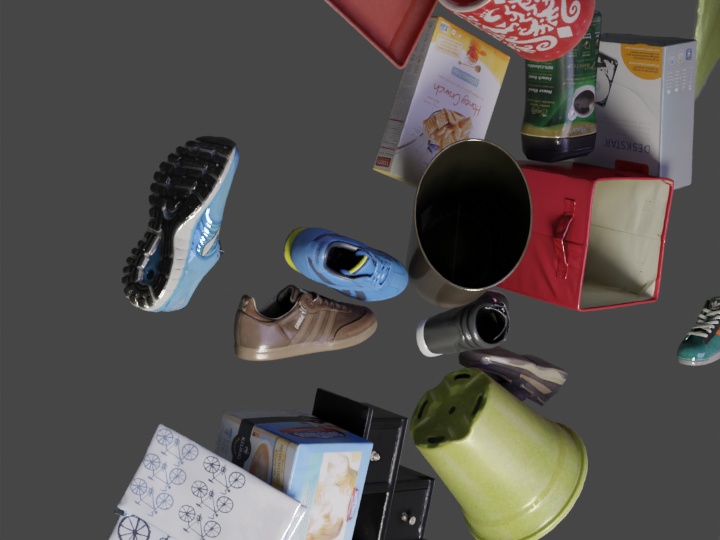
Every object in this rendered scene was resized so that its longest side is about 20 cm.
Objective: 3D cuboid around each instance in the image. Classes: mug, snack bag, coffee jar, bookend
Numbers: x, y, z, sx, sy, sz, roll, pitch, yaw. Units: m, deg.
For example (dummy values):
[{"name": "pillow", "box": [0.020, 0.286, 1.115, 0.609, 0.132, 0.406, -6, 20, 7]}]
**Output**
[{"name": "mug", "box": [0.193, -0.354, 1.438, 0.178, 0.134, 0.199, -46, 151, 24]}, {"name": "snack bag", "box": [-0.183, 0.295, 1.296, 0.201, 0.188, 0.021, -62, 173, 0]}, {"name": "coffee jar", "box": [0.267, -0.246, 1.607, 0.104, 0.085, 0.202, -14, 110, -42]}, {"name": "bookend", "box": [0.023, 0.258, 1.511, 0.199, 0.092, 0.200, 8, 95, -49]}]

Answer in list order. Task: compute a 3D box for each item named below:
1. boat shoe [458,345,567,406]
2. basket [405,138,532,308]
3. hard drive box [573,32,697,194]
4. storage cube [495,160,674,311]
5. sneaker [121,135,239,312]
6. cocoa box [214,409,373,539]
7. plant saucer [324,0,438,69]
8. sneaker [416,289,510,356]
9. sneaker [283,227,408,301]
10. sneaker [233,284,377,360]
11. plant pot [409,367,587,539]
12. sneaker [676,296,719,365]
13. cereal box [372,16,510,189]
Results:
[{"name": "boat shoe", "box": [0.211, 0.152, 1.673, 0.199, 0.074, 0.074, 18, 95, -38]}, {"name": "basket", "box": [0.120, -0.034, 1.441, 0.135, 0.200, 0.182, 6, 72, -2]}, {"name": "hard drive box", "box": [0.378, -0.221, 1.667, 0.076, 0.155, 0.202, -17, 112, -37]}, {"name": "storage cube", "box": [0.287, -0.054, 1.614, 0.199, 0.179, 0.172, -4, 104, -40]}, {"name": "sneaker", "box": [-0.182, -0.048, 1.279, 0.201, 0.078, 0.090, -65, 152, -3]}, {"name": "cocoa box", "box": [-0.091, 0.274, 1.388, 0.133, 0.131, 0.202, 8, 96, -48]}, {"name": "plant saucer", "box": [0.023, -0.369, 1.385, 0.199, 0.037, 0.201, 35, 77, -42]}, {"name": "sneaker", "box": [0.167, 0.067, 1.575, 0.199, 0.099, 0.071, -19, 98, -51]}, {"name": "sneaker", "box": [0.000, 0.000, 1.439, 0.199, 0.078, 0.066, 20, 86, -45]}, {"name": "sneaker", "box": [-0.058, 0.053, 1.404, 0.199, 0.070, 0.076, -12, 108, -40]}, {"name": "plant pot", "box": [0.168, 0.235, 1.597, 0.184, 0.200, 0.201, 45, 71, -28]}, {"name": "sneaker", "box": [0.587, 0.088, 2.006, 0.199, 0.071, 0.080, -31, 116, -38]}, {"name": "cereal box", "box": [0.103, -0.198, 1.502, 0.143, 0.039, 0.202, 17, 90, -43]}]
